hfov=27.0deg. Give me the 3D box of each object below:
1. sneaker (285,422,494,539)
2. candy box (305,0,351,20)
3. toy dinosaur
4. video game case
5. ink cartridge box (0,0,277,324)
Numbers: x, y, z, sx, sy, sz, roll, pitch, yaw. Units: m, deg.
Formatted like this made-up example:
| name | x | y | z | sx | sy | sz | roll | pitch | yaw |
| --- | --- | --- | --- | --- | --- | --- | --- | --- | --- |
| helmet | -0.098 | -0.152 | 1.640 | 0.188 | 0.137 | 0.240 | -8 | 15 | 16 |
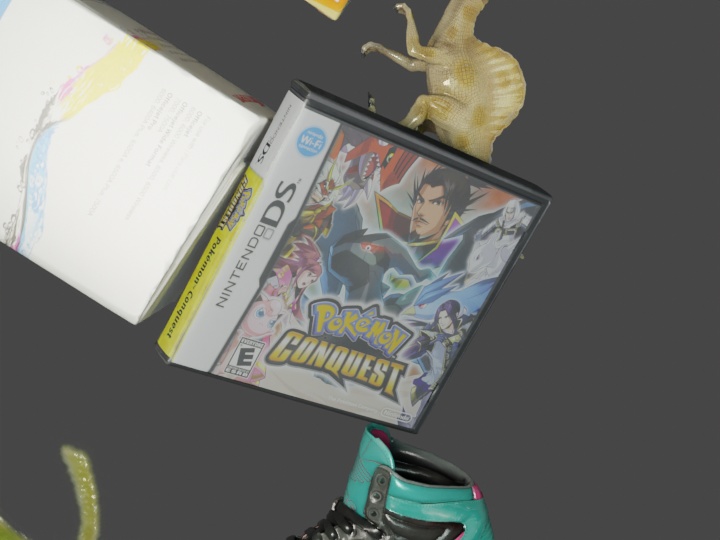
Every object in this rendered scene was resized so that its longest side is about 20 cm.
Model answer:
| name | x | y | z | sx | sy | sz | roll | pitch | yaw |
| --- | --- | --- | --- | --- | --- | --- | --- | --- | --- |
| sneaker | -0.008 | 0.159 | 0.962 | 0.200 | 0.084 | 0.121 | -1 | 101 | -6 |
| candy box | -0.010 | -0.263 | 0.889 | 0.115 | 0.055 | 0.200 | 34 | 126 | -2 |
| toy dinosaur | 0.055 | -0.099 | 0.947 | 0.101 | 0.058 | 0.200 | -7 | 96 | 1 |
| video game case | 0.000 | 0.000 | 0.912 | 0.200 | 0.026 | 0.181 | 20 | 105 | -36 |
| ink cartridge box | -0.169 | -0.084 | 0.910 | 0.200 | 0.147 | 0.145 | 32 | 96 | -1 |
